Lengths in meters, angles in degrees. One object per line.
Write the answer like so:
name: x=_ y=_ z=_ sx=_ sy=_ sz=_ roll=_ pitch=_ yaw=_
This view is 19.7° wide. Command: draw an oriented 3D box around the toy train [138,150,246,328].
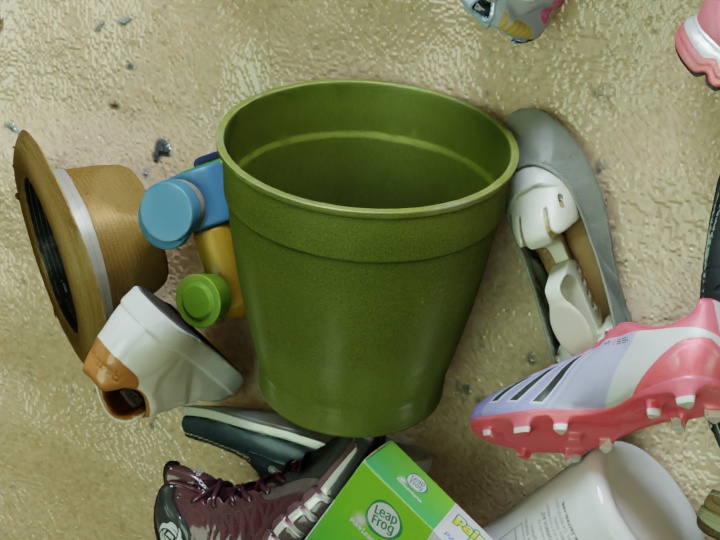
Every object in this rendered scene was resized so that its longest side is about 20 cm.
toy train: x=-0.088 y=0.017 z=1.475 sx=0.084 sy=0.116 sz=0.202 roll=-15 pitch=95 yaw=30

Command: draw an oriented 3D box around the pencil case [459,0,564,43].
pencil case: x=0.135 y=-0.239 z=1.307 sx=0.083 sy=0.091 sz=0.200 roll=46 pitch=118 yaw=10

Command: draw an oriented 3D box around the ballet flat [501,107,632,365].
ballet flat: x=0.136 y=-0.011 z=1.380 sx=0.067 sy=0.064 sz=0.201 roll=-18 pitch=94 yaw=30

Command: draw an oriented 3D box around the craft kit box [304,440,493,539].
craft kit box: x=0.034 y=0.251 z=1.388 sx=0.200 sy=0.048 sz=0.198 roll=43 pitch=121 yaw=13

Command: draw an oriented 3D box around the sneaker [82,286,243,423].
sneaker: x=-0.147 y=0.070 z=1.472 sx=0.073 sy=0.200 sz=0.085 roll=41 pitch=89 yaw=21

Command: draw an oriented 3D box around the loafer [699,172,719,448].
loafer: x=0.251 y=0.024 z=1.325 sx=0.068 sy=0.070 sz=0.202 roll=5 pitch=105 yaw=26

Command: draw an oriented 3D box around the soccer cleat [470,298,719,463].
soccer cleat: x=0.156 y=0.073 z=1.335 sx=0.199 sy=0.067 sz=0.077 roll=-17 pitch=54 yaw=42

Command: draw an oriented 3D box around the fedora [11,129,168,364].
fedora: x=-0.192 y=-0.022 z=1.514 sx=0.081 sy=0.201 sz=0.202 roll=-19 pitch=90 yaw=-15

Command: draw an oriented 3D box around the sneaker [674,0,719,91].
sneaker: x=0.289 y=-0.118 z=1.267 sx=0.200 sy=0.074 sz=0.087 roll=37 pitch=115 yaw=15

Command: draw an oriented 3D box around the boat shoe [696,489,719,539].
boat shoe: x=0.319 y=0.160 z=1.334 sx=0.198 sy=0.072 sz=0.077 roll=12 pitch=94 yaw=17

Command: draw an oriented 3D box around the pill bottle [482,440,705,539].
pill bottle: x=0.129 y=0.214 z=1.413 sx=0.200 sy=0.114 sz=0.115 roll=-40 pitch=83 yaw=30

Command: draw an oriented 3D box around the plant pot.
plant pot: x=0.000 y=0.000 z=1.396 sx=0.199 sy=0.200 sz=0.194 roll=17 pitch=122 yaw=23

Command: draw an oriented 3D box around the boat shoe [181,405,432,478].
boat shoe: x=-0.044 y=0.141 z=1.512 sx=0.198 sy=0.075 sz=0.062 roll=12 pitch=97 yaw=15

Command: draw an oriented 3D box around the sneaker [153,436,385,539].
sneaker: x=-0.080 y=0.155 z=1.446 sx=0.115 sy=0.076 sz=0.200 roll=42 pitch=103 yaw=11
